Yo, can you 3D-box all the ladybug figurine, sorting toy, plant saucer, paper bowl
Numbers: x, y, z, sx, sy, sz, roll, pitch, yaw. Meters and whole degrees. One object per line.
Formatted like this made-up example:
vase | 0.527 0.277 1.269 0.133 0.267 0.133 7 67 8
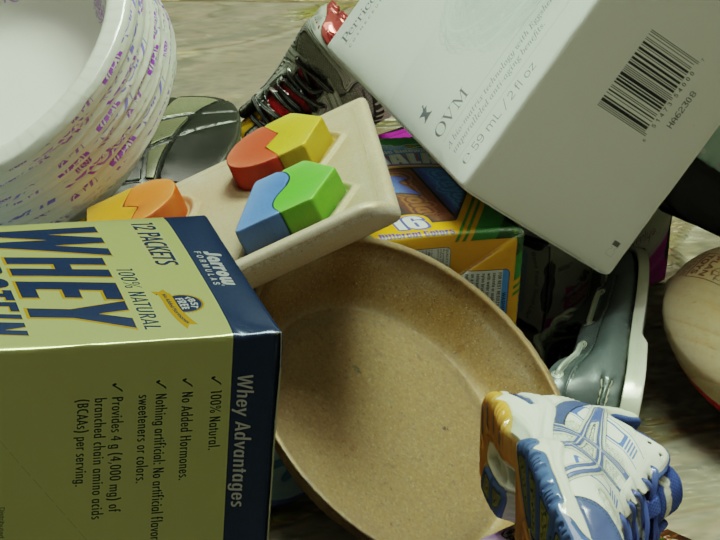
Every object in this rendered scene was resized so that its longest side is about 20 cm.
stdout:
ladybug figurine | 0.254 0.051 1.509 0.200 0.072 0.136 28 52 32
sorting toy | -0.074 -0.028 1.425 0.185 0.037 0.200 -25 19 5
plant saucer | 0.020 0.074 1.392 0.200 0.035 0.201 22 45 -24
paper bowl | -0.196 -0.098 1.544 0.200 0.104 0.201 -14 50 18

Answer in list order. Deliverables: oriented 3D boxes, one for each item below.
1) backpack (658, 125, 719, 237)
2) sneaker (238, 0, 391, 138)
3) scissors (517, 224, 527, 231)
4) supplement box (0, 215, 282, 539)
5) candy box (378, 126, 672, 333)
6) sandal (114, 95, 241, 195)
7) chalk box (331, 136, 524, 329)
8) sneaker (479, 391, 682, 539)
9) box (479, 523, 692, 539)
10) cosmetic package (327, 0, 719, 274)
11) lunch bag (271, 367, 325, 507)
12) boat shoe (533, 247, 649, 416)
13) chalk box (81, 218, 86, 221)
backpack | 0.235 -0.119 1.614 0.153 0.201 0.176 26 2 -11
sneaker | -0.032 -0.102 1.771 0.082 0.200 0.078 -31 74 -21
scissors | 0.123 -0.043 1.658 0.073 0.014 0.200 9 20 7
supplement box | -0.151 0.095 1.208 0.199 0.201 0.134 -3 24 -17
candy box | 0.078 -0.032 1.725 0.200 0.061 0.136 20 27 36
sandal | -0.118 -0.030 1.662 0.079 0.057 0.202 3 51 4
chalk box | 0.000 0.000 1.557 0.123 0.125 0.200 -4 25 -16
sneaker | 0.113 0.105 1.278 0.088 0.076 0.200 0 22 -7
box | 0.091 0.170 1.267 0.137 0.039 0.200 22 29 39
cosmetic package | 0.113 -0.143 1.535 0.123 0.200 0.200 30 11 -33
lunch bag | -0.130 0.068 1.436 0.199 0.083 0.161 -5 21 -21
boat shoe | 0.129 0.039 1.550 0.061 0.073 0.200 8 28 2
chalk box | -0.241 -0.098 1.743 0.124 0.124 0.200 -2 23 -13
